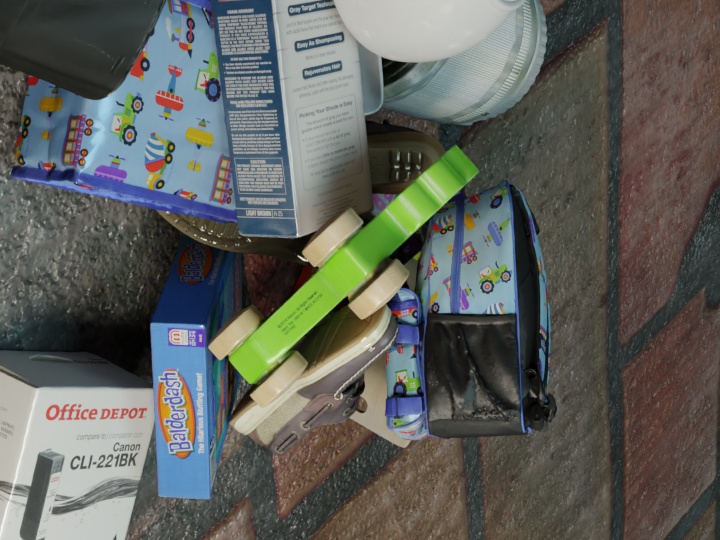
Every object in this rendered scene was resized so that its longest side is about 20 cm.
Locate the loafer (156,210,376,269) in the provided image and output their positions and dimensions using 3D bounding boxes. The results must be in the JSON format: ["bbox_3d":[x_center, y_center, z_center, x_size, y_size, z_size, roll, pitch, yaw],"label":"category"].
[{"bbox_3d":[-0.080,-0.048,1.299,0.067,0.198,0.077,-128,-119,-77],"label":"loafer"}]

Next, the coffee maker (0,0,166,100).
[{"bbox_3d":[-0.220,-0.177,1.001,0.135,0.193,0.199,-40,150,24],"label":"coffee maker"}]

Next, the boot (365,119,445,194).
[{"bbox_3d":[-0.025,-0.101,1.414,0.166,0.198,0.073,-94,-168,-83],"label":"boot"}]

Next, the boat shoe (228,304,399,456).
[{"bbox_3d":[-0.027,0.088,1.283,0.065,0.200,0.072,41,42,-13],"label":"boat shoe"}]

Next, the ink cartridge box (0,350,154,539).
[{"bbox_3d":[-0.245,0.169,1.243,0.144,0.083,0.202,6,100,-57],"label":"ink cartridge box"}]

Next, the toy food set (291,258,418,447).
[{"bbox_3d":[0.044,0.070,1.486,0.200,0.143,0.061,-37,144,-41],"label":"toy food set"}]

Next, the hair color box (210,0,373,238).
[{"bbox_3d":[-0.049,-0.133,1.196,0.100,0.060,0.202,-22,111,-53],"label":"hair color box"}]

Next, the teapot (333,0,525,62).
[{"bbox_3d":[0.073,-0.246,1.194,0.201,0.145,0.199,-61,140,-43],"label":"teapot"}]

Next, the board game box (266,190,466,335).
[{"bbox_3d":[0.000,0.000,1.403,0.032,0.120,0.200,53,48,-2],"label":"board game box"}]

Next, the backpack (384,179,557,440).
[{"bbox_3d":[0.087,0.033,1.314,0.183,0.133,0.202,35,52,-80],"label":"backpack"}]

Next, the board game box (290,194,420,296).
[{"bbox_3d":[0.009,-0.008,1.563,0.153,0.040,0.202,28,83,-57],"label":"board game box"}]

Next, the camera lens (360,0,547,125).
[{"bbox_3d":[0.054,-0.214,1.411,0.199,0.159,0.162,6,101,-56],"label":"camera lens"}]

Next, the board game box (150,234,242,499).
[{"bbox_3d":[-0.127,0.062,1.305,0.200,0.044,0.154,-80,172,-64],"label":"board game box"}]

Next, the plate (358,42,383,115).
[{"bbox_3d":[-0.083,-0.198,1.264,0.198,0.032,0.201,-13,124,-13],"label":"plate"}]

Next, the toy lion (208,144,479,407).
[{"bbox_3d":[0.000,-0.009,1.207,0.200,0.069,0.192,-43,180,36],"label":"toy lion"}]

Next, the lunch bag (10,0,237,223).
[{"bbox_3d":[-0.135,-0.121,1.185,0.199,0.094,0.152,12,87,-42],"label":"lunch bag"}]
